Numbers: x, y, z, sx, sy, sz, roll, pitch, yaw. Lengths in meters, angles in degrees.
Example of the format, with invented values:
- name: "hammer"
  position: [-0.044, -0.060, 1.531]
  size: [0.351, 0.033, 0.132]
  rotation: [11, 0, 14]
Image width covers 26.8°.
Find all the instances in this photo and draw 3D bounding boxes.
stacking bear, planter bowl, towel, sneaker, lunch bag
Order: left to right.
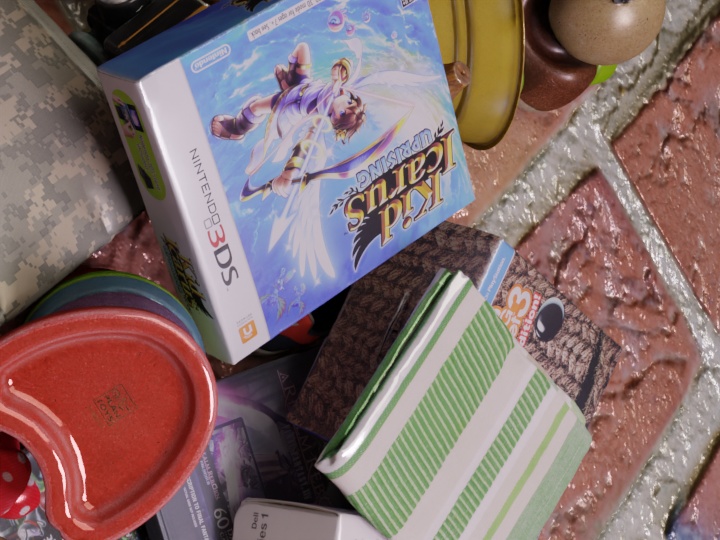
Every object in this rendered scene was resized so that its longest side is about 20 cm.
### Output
- name: "lunch bag"
  position: [-0.232, -0.073, 0.849]
  size: [0.200, 0.117, 0.164]
  rotation: [54, 50, -10]
- name: "stacking bear"
  position: [-0.147, 0.050, 0.855]
  size: [0.113, 0.200, 0.122]
  rotation: [-31, 107, -5]
- name: "sneaker"
  position: [0.000, 0.000, 1.061]
  size: [0.200, 0.084, 0.075]
  rotation: [-36, 102, -42]
- name: "planter bowl"
  position: [0.033, -0.174, 1.026]
  size: [0.083, 0.200, 0.202]
  rotation: [-11, 85, -16]
- name: "towel"
  position: [0.065, 0.110, 0.932]
  size: [0.153, 0.023, 0.200]
  rotation: [-56, 134, -15]

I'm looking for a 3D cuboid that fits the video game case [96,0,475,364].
- name: "video game case"
  position: [-0.033, -0.074, 0.864]
  size: [0.200, 0.045, 0.182]
  rotation: [-34, 126, -27]

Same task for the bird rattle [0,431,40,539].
- name: "bird rattle"
  position: [-0.213, 0.183, 0.801]
  size: [0.163, 0.113, 0.200]
  rotation: [-38, 99, -13]

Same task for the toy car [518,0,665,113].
- name: "toy car"
  position: [0.184, -0.224, 1.209]
  size: [0.164, 0.200, 0.159]
  rotation: [-19, 91, -43]

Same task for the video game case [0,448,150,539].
- name: "video game case"
  position: [-0.135, 0.185, 0.932]
  size: [0.181, 0.023, 0.201]
  rotation: [-25, 96, -43]

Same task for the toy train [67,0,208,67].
- name: "toy train"
  position: [-0.108, -0.091, 0.928]
  size: [0.085, 0.114, 0.200]
  rotation: [-40, 146, -20]

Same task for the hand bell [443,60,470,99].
- name: "hand bell"
  position: [-0.005, -0.091, 0.997]
  size: [0.104, 0.200, 0.105]
  rotation: [19, 61, -39]

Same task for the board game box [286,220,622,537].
- name: "board game box"
  position: [0.070, 0.075, 1.026]
  size: [0.200, 0.097, 0.160]
  rotation: [35, 77, -50]

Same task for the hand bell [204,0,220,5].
- name: "hand bell"
  position: [-0.096, -0.186, 0.985]
  size: [0.199, 0.104, 0.105]
  rotation: [28, 61, -22]

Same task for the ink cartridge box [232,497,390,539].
- name: "ink cartridge box"
  position: [0.006, 0.228, 0.964]
  size: [0.200, 0.084, 0.147]
  rotation: [18, 76, -51]

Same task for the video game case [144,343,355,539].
- name: "video game case"
  position: [-0.064, 0.136, 0.984]
  size: [0.200, 0.019, 0.144]
  rotation: [-17, 89, -50]
